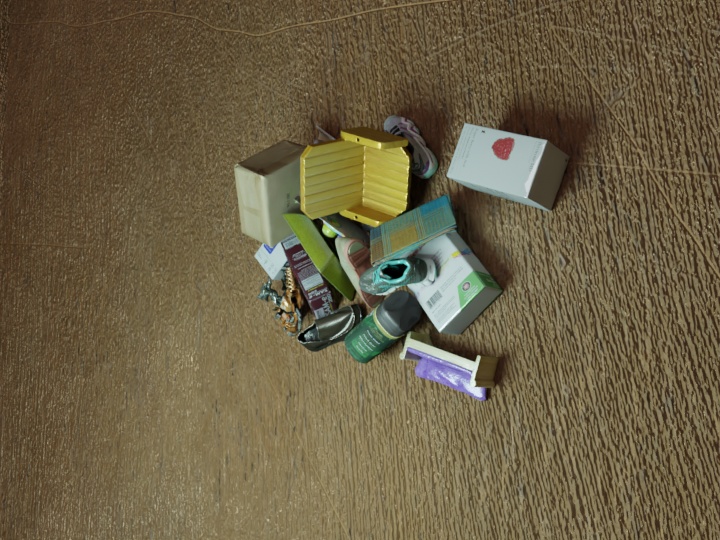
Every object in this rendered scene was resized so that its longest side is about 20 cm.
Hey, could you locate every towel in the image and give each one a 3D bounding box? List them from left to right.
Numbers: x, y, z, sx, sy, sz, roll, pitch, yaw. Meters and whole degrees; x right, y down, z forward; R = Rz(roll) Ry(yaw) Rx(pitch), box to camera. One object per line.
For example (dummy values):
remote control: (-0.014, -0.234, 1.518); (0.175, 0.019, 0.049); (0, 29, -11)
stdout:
towel: (0.111, -0.087, 1.515); (0.198, 0.022, 0.147); (-25, 30, 16)

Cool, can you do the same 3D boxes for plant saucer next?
plant saucer: (-0.086, -0.042, 1.705); (0.048, 0.200, 0.201); (-36, 58, 4)

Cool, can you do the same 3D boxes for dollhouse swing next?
dollhouse swing: (-0.010, -0.192, 1.558); (0.181, 0.175, 0.202); (22, 124, 32)

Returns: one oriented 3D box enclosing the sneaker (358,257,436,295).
sneaker: (0.062, 0.005, 1.521); (0.199, 0.091, 0.079); (-16, 72, 40)

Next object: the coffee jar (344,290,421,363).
coffee jar: (0.050, 0.125, 1.565); (0.085, 0.104, 0.200); (49, 141, 4)

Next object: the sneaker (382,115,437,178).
sneaker: (0.087, -0.305, 1.631); (0.078, 0.139, 0.201); (-49, 56, 21)

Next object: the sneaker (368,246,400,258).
sneaker: (0.104, -0.061, 1.629); (0.200, 0.074, 0.082); (-39, 77, 31)

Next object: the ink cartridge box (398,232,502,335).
ink cartridge box: (0.186, 0.015, 1.527); (0.145, 0.084, 0.201); (-48, 56, 23)

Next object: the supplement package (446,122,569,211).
supplement package: (0.303, -0.214, 1.453); (0.199, 0.119, 0.122); (22, 95, 39)

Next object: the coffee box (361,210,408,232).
coffee box: (0.031, -0.205, 1.687); (0.122, 0.044, 0.202); (-19, 88, 36)

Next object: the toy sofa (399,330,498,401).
toy sofa: (0.183, 0.203, 1.496); (0.199, 0.082, 0.099); (17, 91, 40)

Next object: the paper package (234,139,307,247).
paper package: (-0.201, -0.191, 1.718); (0.103, 0.190, 0.202); (24, 133, 30)

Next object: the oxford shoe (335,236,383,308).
oxford shoe: (0.000, 0.000, 1.640); (0.071, 0.201, 0.074); (-36, 36, -22)

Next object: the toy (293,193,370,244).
toy: (-0.073, -0.111, 1.681); (0.200, 0.115, 0.047); (40, 112, -5)

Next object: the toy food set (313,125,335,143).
toy food set: (-0.119, -0.261, 1.845); (0.143, 0.060, 0.201); (41, 108, 37)

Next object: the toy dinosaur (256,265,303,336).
toy dinosaur: (-0.180, 0.073, 1.797); (0.136, 0.101, 0.201); (44, 121, 38)

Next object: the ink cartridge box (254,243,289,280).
ink cartridge box: (-0.197, -0.080, 1.883); (0.100, 0.039, 0.201); (50, 115, 28)

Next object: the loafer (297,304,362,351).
loafer: (-0.077, 0.145, 1.727); (0.199, 0.071, 0.074); (-35, 61, 29)

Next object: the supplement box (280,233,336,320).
supplement box: (-0.131, 0.012, 1.767); (0.060, 0.109, 0.201); (-25, 61, -7)
